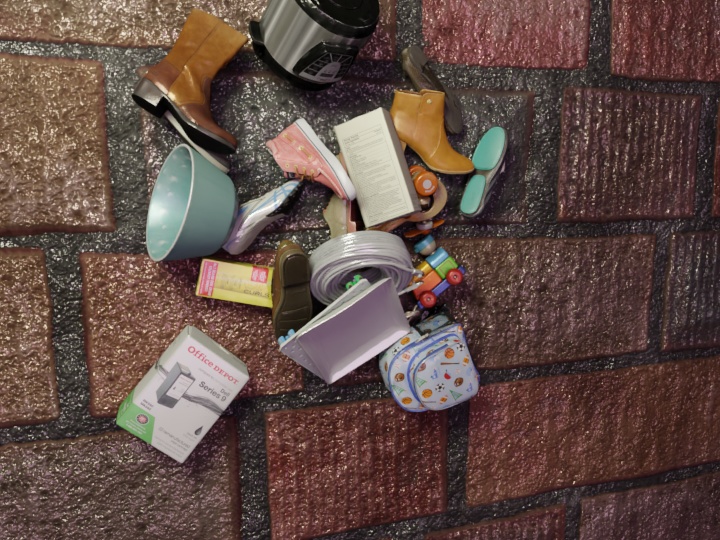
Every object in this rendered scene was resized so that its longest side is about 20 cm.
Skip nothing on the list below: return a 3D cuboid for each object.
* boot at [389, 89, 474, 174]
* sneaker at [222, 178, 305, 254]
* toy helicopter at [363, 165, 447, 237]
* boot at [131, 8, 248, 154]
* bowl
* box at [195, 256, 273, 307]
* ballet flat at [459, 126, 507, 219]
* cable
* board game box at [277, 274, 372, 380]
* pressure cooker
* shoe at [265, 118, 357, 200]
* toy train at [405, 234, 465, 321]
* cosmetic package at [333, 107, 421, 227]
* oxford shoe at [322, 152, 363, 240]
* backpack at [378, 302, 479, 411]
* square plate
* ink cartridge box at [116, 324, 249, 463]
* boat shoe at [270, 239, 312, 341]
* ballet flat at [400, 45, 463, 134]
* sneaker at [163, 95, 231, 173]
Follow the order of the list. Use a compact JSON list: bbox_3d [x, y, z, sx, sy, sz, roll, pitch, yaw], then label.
[{"bbox_3d":[0.150,-0.276,1.067,0.200,0.071,0.144,9,119,-11],"label":"boot"},{"bbox_3d":[-0.186,-0.114,1.012,0.200,0.072,0.072,-42,80,-14],"label":"sneaker"},{"bbox_3d":[0.091,-0.110,1.104,0.200,0.079,0.132,-36,115,2],"label":"toy helicopter"},{"bbox_3d":[-0.250,-0.316,0.914,0.188,0.068,0.200,30,73,-3],"label":"boot"},{"bbox_3d":[-0.282,-0.104,0.932,0.105,0.201,0.202,13,94,-37],"label":"bowl"},{"bbox_3d":[-0.207,0.025,1.032,0.199,0.050,0.076,12,95,-18],"label":"box"},{"bbox_3d":[0.262,-0.200,1.138,0.073,0.073,0.201,20,88,-18],"label":"ballet flat"},{"bbox_3d":[0.000,0.000,1.025,0.200,0.069,0.200,-27,143,23],"label":"cable"},{"bbox_3d":[-0.034,0.116,1.039,0.200,0.026,0.200,-39,142,2],"label":"board game box"},{"bbox_3d":[-0.081,-0.415,0.936,0.176,0.200,0.179,40,52,-12],"label":"pressure cooker"},{"bbox_3d":[-0.093,-0.185,0.991,0.091,0.072,0.200,-34,69,-5],"label":"shoe"},{"bbox_3d":[0.108,0.028,1.121,0.200,0.085,0.116,-40,91,1],"label":"toy train"},{"bbox_3d":[0.034,-0.191,1.024,0.105,0.071,0.201,-16,92,19],"label":"cosmetic package"},{"bbox_3d":[-0.042,-0.129,1.052,0.075,0.070,0.201,-7,85,16],"label":"oxford shoe"},{"bbox_3d":[0.139,0.201,1.117,0.190,0.154,0.201,-22,107,-2],"label":"backpack"},{"bbox_3d":[-0.009,0.113,1.012,0.200,0.028,0.198,-33,142,-7],"label":"square plate"},{"bbox_3d":[-0.326,0.226,1.006,0.146,0.084,0.200,40,85,-18],"label":"ink cartridge box"},{"bbox_3d":[-0.129,0.040,0.998,0.072,0.068,0.201,-3,120,-26],"label":"boat shoe"},{"bbox_3d":[0.142,-0.357,1.091,0.200,0.046,0.067,49,51,-22],"label":"ballet flat"},{"bbox_3d":[-0.277,-0.274,0.955,0.106,0.075,0.200,-43,106,-8],"label":"sneaker"}]
